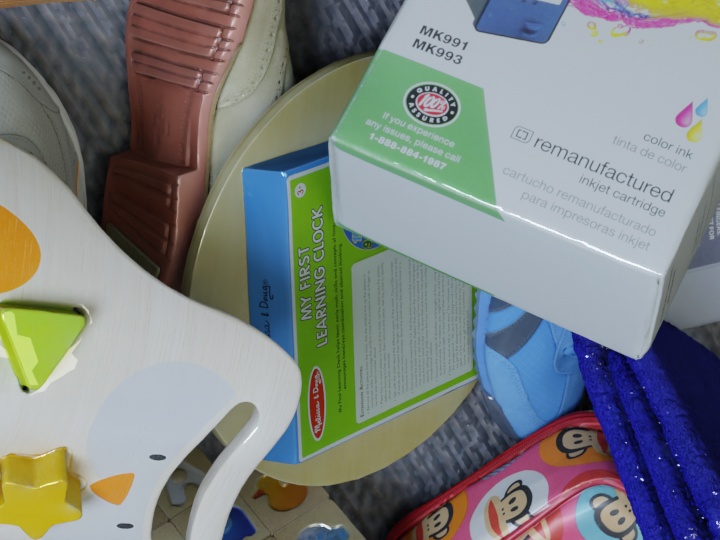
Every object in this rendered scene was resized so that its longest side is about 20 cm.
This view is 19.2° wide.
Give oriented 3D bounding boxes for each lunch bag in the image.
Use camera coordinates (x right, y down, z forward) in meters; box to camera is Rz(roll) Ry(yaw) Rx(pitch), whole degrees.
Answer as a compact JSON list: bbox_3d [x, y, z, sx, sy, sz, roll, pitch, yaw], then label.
[{"bbox_3d":[0.107,0.179,1.028,0.176,0.082,0.200,-35,116,18],"label":"lunch bag"}]

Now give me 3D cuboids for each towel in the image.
[{"bbox_3d":[0.170,0.099,0.977,0.050,0.148,0.200,-36,145,19],"label":"towel"}]

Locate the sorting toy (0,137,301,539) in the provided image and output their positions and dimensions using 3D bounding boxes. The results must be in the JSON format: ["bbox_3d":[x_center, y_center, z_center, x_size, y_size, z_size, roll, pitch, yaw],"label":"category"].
[{"bbox_3d":[-0.124,0.063,0.833,0.180,0.107,0.200,14,124,-20],"label":"sorting toy"}]

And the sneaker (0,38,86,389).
[{"bbox_3d":[-0.137,-0.003,0.896,0.076,0.092,0.201,-21,112,-13],"label":"sneaker"}]

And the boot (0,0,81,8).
[{"bbox_3d":[-0.201,-0.094,0.821,0.199,0.189,0.069,-9,148,-17],"label":"boot"}]

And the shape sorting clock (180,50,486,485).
[{"bbox_3d":[0.000,0.000,0.950,0.200,0.039,0.201,-20,120,-40],"label":"shape sorting clock"}]

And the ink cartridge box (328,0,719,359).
[{"bbox_3d":[0.094,-0.089,0.876,0.145,0.088,0.200,24,68,12],"label":"ink cartridge box"}]

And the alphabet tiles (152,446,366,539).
[{"bbox_3d":[-0.060,0.166,0.925,0.166,0.200,0.006,-31,151,-21],"label":"alphabet tiles"}]

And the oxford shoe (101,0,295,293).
[{"bbox_3d":[-0.058,-0.083,0.923,0.074,0.071,0.201,2,109,-43],"label":"oxford shoe"}]

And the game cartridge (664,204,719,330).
[{"bbox_3d":[0.170,-0.075,1.013,0.133,0.041,0.201,-11,110,-12],"label":"game cartridge"}]

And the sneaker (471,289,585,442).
[{"bbox_3d":[0.101,-0.002,0.971,0.066,0.078,0.201,-29,129,-48],"label":"sneaker"}]
